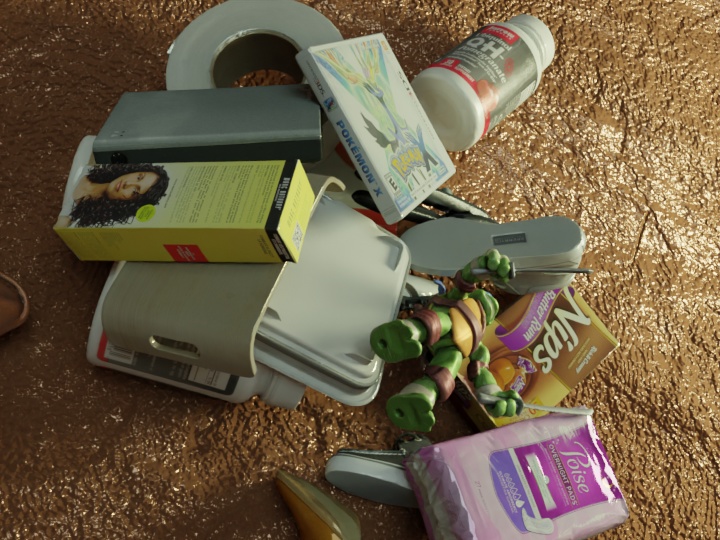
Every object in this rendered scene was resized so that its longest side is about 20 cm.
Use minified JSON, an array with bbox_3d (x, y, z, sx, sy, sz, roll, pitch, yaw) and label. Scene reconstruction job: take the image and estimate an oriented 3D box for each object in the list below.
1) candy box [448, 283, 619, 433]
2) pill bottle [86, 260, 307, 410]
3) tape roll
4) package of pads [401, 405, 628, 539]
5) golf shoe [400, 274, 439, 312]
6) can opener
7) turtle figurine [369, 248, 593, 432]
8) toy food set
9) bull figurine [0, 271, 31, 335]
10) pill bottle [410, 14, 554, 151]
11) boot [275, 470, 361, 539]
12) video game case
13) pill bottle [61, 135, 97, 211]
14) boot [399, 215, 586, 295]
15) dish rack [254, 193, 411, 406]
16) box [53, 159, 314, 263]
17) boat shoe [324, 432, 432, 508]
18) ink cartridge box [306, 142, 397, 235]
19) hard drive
[{"bbox_3d":[0.187,0.099,0.857,0.200,0.056,0.117,-33,81,-27],"label":"candy box"},{"bbox_3d":[-0.146,0.061,0.726,0.199,0.114,0.114,18,63,-11],"label":"pill bottle"},{"bbox_3d":[-0.110,-0.202,0.836,0.202,0.071,0.203,0,69,0],"label":"tape roll"},{"bbox_3d":[0.148,0.209,0.716,0.199,0.076,0.121,-6,67,-29],"label":"package of pads"},{"bbox_3d":[0.000,0.000,0.817,0.199,0.078,0.095,4,77,-19],"label":"golf shoe"},{"bbox_3d":[0.076,-0.075,0.868,0.200,0.079,0.064,20,64,-27],"label":"can opener"},{"bbox_3d":[0.114,0.063,0.688,0.200,0.144,0.194,33,36,26],"label":"turtle figurine"},{"bbox_3d":[-0.113,-0.011,0.654,0.143,0.060,0.200,10,59,22],"label":"toy food set"},{"bbox_3d":[-0.401,0.052,0.669,0.200,0.065,0.122,-32,83,-28],"label":"bull figurine"},{"bbox_3d":[0.161,-0.247,0.970,0.111,0.111,0.200,46,61,5],"label":"pill bottle"},{"bbox_3d":[-0.042,0.291,0.682,0.201,0.071,0.144,33,89,34],"label":"boot"},{"bbox_3d":[0.026,-0.157,0.794,0.183,0.022,0.200,60,30,-7],"label":"video game case"},{"bbox_3d":[-0.188,-0.060,0.766,0.199,0.111,0.111,12,64,-14],"label":"pill bottle"},{"bbox_3d":[0.144,-0.006,0.840,0.199,0.096,0.074,-1,56,8],"label":"boot"},{"bbox_3d":[-0.031,0.010,0.718,0.171,0.044,0.200,29,50,-14],"label":"dish rack"},{"bbox_3d":[-0.143,-0.048,0.620,0.199,0.050,0.075,0,55,15],"label":"box"},{"bbox_3d":[0.061,0.199,0.764,0.199,0.070,0.066,14,56,-13],"label":"boat shoe"},{"bbox_3d":[-0.027,-0.096,0.874,0.162,0.050,0.201,4,63,-17],"label":"ink cartridge box"},{"bbox_3d":[-0.135,-0.137,0.718,0.199,0.033,0.140,-3,32,-2],"label":"hard drive"}]
